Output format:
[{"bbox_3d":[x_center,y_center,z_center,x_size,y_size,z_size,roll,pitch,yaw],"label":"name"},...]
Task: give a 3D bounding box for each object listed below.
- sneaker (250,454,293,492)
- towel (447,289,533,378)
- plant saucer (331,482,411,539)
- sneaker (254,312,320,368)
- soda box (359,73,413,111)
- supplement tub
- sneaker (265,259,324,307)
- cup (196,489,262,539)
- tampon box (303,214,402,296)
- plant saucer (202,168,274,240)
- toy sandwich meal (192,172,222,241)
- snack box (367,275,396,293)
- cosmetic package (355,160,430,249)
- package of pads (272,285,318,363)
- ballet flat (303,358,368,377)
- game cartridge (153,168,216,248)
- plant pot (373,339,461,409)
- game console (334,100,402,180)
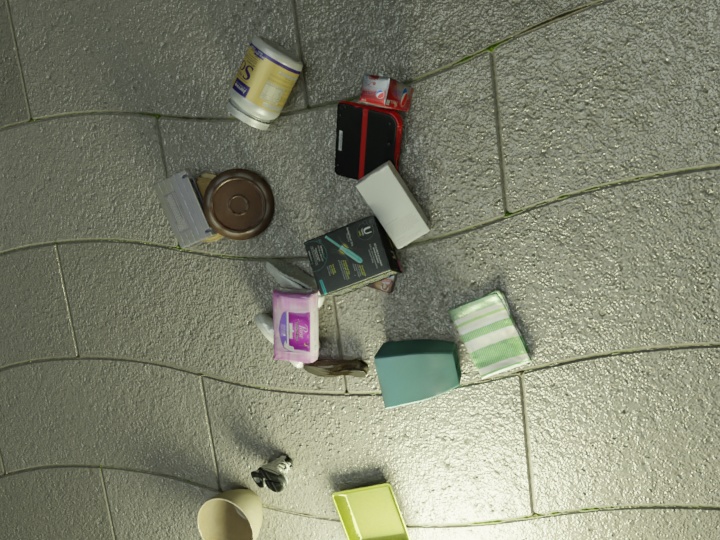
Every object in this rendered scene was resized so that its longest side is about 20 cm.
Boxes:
[{"bbox_3d":[-0.242,0.588,1.764,0.200,0.115,0.076,-22,98,56],"label":"sneaker"},{"bbox_3d":[0.334,0.166,1.528,0.152,0.023,0.201,-26,91,24],"label":"towel"},{"bbox_3d":[0.037,0.714,1.732,0.199,0.048,0.201,-19,93,22],"label":"plant saucer"},{"bbox_3d":[-0.204,0.171,1.711,0.200,0.074,0.116,45,109,-2],"label":"sneaker"},{"bbox_3d":[0.064,-0.422,1.421,0.070,0.200,0.064,14,104,18],"label":"soda box"},{"bbox_3d":[-0.254,-0.489,1.558,0.145,0.145,0.201,36,110,11],"label":"supplement tub"},{"bbox_3d":[-0.191,0.040,1.679,0.199,0.076,0.081,33,119,13],"label":"sneaker"},{"bbox_3d":[-0.384,0.765,1.850,0.199,0.143,0.202,4,101,20],"label":"cup"},{"bbox_3d":[-0.017,-0.033,1.542,0.199,0.126,0.151,-20,81,15],"label":"tampon box"},{"bbox_3d":[-0.341,-0.183,1.664,0.198,0.032,0.202,-1,100,-7],"label":"plant saucer"},{"bbox_3d":[-0.441,-0.186,1.733,0.204,0.070,0.207,6,107,20],"label":"toy sandwich meal"},{"bbox_3d":[0.000,0.000,1.621,0.199,0.024,0.072,17,103,17],"label":"snack box"},{"bbox_3d":[0.085,-0.166,1.503,0.101,0.074,0.201,-29,103,17],"label":"cosmetic package"},{"bbox_3d":[-0.175,0.145,1.621,0.120,0.076,0.202,4,103,14],"label":"package of pads"},{"bbox_3d":[-0.069,0.272,1.691,0.199,0.067,0.047,-3,54,24],"label":"ballet flat"},{"bbox_3d":[-0.503,-0.176,1.704,0.129,0.038,0.201,-17,98,29],"label":"game cartridge"},{"bbox_3d":[0.157,0.257,1.555,0.199,0.141,0.142,-12,96,15],"label":"plant pot"},{"bbox_3d":[0.017,-0.322,1.525,0.176,0.031,0.201,18,123,21],"label":"game console"}]
